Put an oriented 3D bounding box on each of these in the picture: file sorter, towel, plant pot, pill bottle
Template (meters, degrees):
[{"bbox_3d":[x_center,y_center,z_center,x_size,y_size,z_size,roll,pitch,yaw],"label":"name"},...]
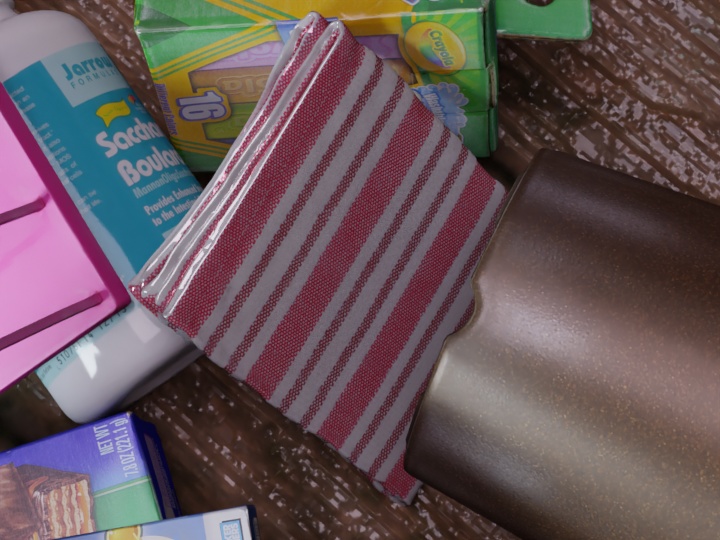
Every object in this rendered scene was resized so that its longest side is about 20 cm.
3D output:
[{"bbox_3d":[-0.222,-0.025,0.820,0.138,0.125,0.201,-33,88,27],"label":"file sorter"},{"bbox_3d":[0.000,0.000,0.884,0.030,0.200,0.147,22,76,46],"label":"towel"},{"bbox_3d":[0.135,0.054,0.838,0.197,0.200,0.202,25,80,8],"label":"plant pot"},{"bbox_3d":[-0.140,-0.039,0.911,0.110,0.111,0.201,-36,87,-5],"label":"pill bottle"}]

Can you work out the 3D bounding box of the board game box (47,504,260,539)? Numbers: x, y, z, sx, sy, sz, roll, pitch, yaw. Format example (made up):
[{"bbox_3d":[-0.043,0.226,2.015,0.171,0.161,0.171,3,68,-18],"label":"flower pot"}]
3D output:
[{"bbox_3d":[-0.089,0.198,0.744,0.134,0.034,0.202,-10,83,2],"label":"board game box"}]

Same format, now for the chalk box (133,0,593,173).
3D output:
[{"bbox_3d":[0.005,-0.131,0.918,0.198,0.124,0.126,-4,62,4],"label":"chalk box"}]

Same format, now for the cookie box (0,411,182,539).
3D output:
[{"bbox_3d":[-0.167,0.175,0.894,0.198,0.075,0.173,-18,79,0],"label":"cookie box"}]
